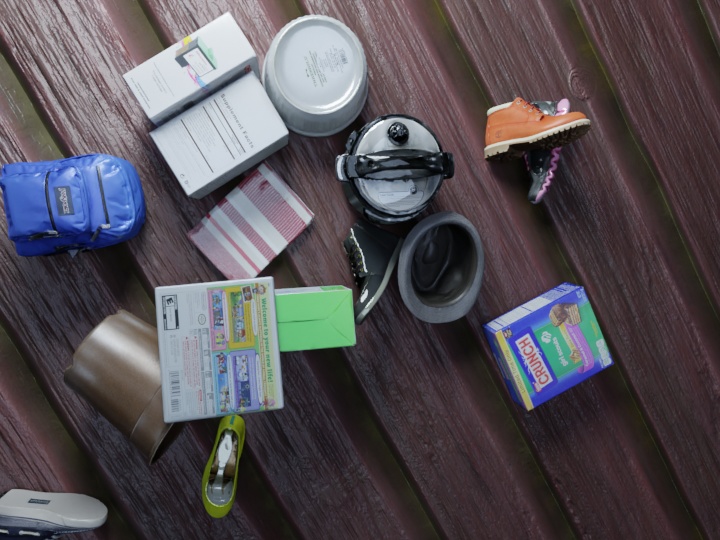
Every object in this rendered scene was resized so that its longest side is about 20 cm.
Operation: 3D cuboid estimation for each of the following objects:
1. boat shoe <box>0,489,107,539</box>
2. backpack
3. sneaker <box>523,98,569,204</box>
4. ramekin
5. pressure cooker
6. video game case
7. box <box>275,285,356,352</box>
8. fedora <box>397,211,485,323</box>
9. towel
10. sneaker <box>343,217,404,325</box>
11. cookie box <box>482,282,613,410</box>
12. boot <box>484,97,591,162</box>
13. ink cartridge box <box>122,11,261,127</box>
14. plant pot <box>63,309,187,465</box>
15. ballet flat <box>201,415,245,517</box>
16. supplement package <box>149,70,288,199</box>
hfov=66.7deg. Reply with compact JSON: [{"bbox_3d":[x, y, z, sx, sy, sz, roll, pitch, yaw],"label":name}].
[{"bbox_3d":[-0.554,0.457,0.977,0.196,0.075,0.095,10,99,0],"label":"boat shoe"},{"bbox_3d":[-0.465,-0.105,0.903,0.196,0.168,0.166,-8,101,-11],"label":"backpack"},{"bbox_3d":[0.340,-0.233,1.060,0.094,0.079,0.204,13,93,16],"label":"sneaker"},{"bbox_3d":[-0.078,-0.347,0.969,0.196,0.105,0.205,0,93,-7],"label":"ramekin"},{"bbox_3d":[0.052,-0.176,0.950,0.179,0.200,0.176,44,87,-9],"label":"pressure cooker"},{"bbox_3d":[-0.214,0.119,0.837,0.178,0.022,0.205,-5,86,-8],"label":"video game case"},{"bbox_3d":[-0.116,0.083,0.954,0.196,0.176,0.099,-4,92,-7],"label":"box"},{"bbox_3d":[0.139,-0.013,1.020,0.173,0.090,0.204,-9,108,-15],"label":"fedora"},{"bbox_3d":[-0.200,-0.082,1.012,0.200,0.023,0.144,-44,96,-5],"label":"towel"},{"bbox_3d":[0.000,0.000,0.996,0.105,0.075,0.202,28,54,-2],"label":"sneaker"},{"bbox_3d":[0.367,0.147,1.076,0.197,0.075,0.174,-26,97,-5],"label":"cookie box"},{"bbox_3d":[0.317,-0.273,1.000,0.074,0.197,0.110,9,79,-51],"label":"boot"},{"bbox_3d":[-0.274,-0.325,0.923,0.198,0.145,0.085,-33,97,-4],"label":"ink cartridge box"},{"bbox_3d":[-0.369,0.183,0.928,0.197,0.200,0.202,35,89,-1],"label":"plant pot"},{"bbox_3d":[-0.255,0.368,1.008,0.065,0.067,0.204,11,92,-9],"label":"ballet flat"},{"bbox_3d":[-0.236,-0.228,0.946,0.198,0.121,0.121,-32,98,-5],"label":"supplement package"}]
